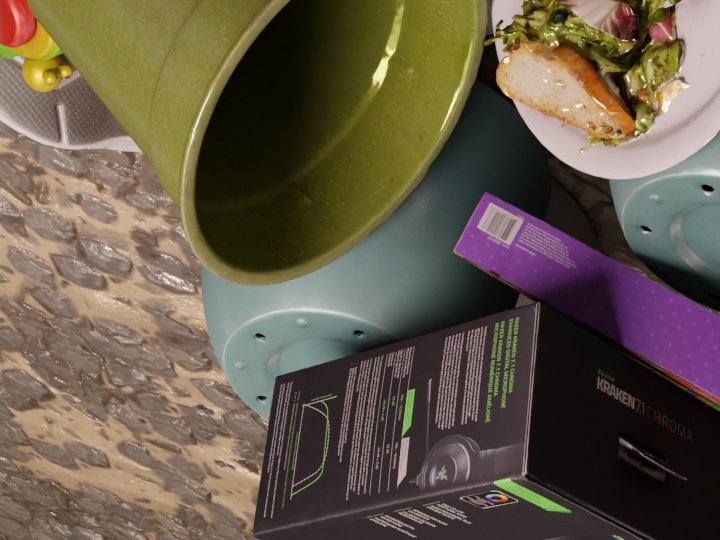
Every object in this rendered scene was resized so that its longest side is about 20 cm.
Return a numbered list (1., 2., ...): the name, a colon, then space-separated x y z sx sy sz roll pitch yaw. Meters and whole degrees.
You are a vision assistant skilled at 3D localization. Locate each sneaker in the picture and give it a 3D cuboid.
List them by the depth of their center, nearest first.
1. sneaker: -0.177 -0.108 1.365 0.199 0.071 0.080 13 175 -42

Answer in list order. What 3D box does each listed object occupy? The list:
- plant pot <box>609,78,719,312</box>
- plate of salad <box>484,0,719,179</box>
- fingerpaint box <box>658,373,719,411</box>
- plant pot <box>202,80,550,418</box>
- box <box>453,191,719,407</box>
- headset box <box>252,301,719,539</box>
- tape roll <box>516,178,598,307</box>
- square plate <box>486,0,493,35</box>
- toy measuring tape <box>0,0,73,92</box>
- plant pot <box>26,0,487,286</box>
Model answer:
1. plant pot: 0.212 -0.072 1.060 0.199 0.162 0.201 20 153 11
2. plate of salad: 0.120 -0.144 0.992 0.048 0.202 0.199 3 169 -37
3. fingerpaint box: 0.195 0.118 1.500 0.199 0.074 0.167 13 151 22
4. plant pot: 0.000 0.000 1.212 0.199 0.162 0.201 8 142 7
5. box: 0.159 0.033 1.100 0.199 0.039 0.137 30 -178 30
6. headset box: 0.077 0.106 1.085 0.199 0.093 0.174 -17 145 40
7. tape roll: 0.054 -0.013 1.399 0.199 0.066 0.201 20 152 11
8. square plate: -0.026 -0.187 1.203 0.197 0.029 0.200 -3 141 42
9. toy measuring tape: -0.189 -0.193 1.230 0.073 0.074 0.201 12 124 23
10. plant pot: -0.070 -0.128 1.078 0.190 0.200 0.201 40 162 31
